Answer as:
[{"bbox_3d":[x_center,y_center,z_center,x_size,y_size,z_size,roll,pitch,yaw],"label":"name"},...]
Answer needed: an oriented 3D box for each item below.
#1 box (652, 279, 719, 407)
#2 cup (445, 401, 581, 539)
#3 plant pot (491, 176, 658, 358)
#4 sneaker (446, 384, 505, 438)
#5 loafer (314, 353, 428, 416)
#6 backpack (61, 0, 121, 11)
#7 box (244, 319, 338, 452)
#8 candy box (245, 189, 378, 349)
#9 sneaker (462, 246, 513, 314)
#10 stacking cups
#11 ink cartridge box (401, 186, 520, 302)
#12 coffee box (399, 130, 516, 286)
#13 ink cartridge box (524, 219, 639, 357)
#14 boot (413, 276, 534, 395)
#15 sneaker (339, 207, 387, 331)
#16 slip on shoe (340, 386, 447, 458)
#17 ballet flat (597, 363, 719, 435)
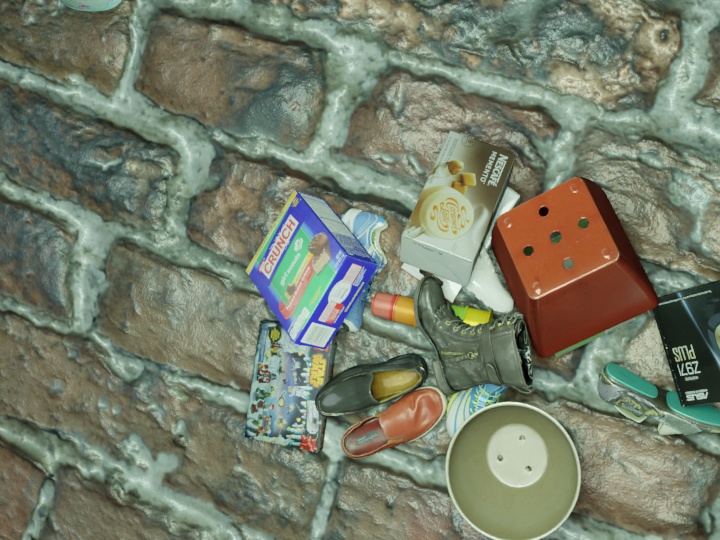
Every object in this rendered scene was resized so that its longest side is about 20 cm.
[{"bbox_3d":[0.533,0.093,1.209,0.199,0.085,0.168,-24,80,56],"label":"box"},{"bbox_3d":[0.236,0.296,1.309,0.195,0.143,0.206,0,88,14],"label":"cup"},{"bbox_3d":[0.296,-0.019,1.241,0.197,0.176,0.203,-26,66,13],"label":"plant pot"},{"bbox_3d":[0.190,0.183,1.342,0.075,0.105,0.203,29,95,13],"label":"sneaker"},{"bbox_3d":[0.015,0.188,1.388,0.196,0.072,0.074,-24,92,4],"label":"loafer"},{"bbox_3d":[-0.479,-0.559,1.504,0.172,0.153,0.205,8,81,16],"label":"backpack"},{"bbox_3d":[-0.118,0.194,1.455,0.134,0.040,0.205,8,91,13],"label":"box"},{"bbox_3d":[-0.083,-0.004,1.375,0.171,0.076,0.200,-57,43,17],"label":"candy box"},{"bbox_3d":[0.170,-0.017,1.321,0.200,0.076,0.081,44,90,10],"label":"sneaker"},{"bbox_3d":[0.114,0.070,1.388,0.196,0.060,0.062,14,92,15],"label":"stacking cups"},{"bbox_3d":[0.162,-0.062,1.384,0.108,0.050,0.202,33,98,12],"label":"ink cartridge box"},{"bbox_3d":[0.147,-0.094,1.278,0.112,0.080,0.203,21,64,12],"label":"coffee box"},{"bbox_3d":[0.327,0.012,1.343,0.143,0.048,0.203,-27,63,12],"label":"ink cartridge box"},{"bbox_3d":[0.174,0.090,1.268,0.172,0.068,0.204,-20,87,46],"label":"boot"},{"bbox_3d":[0.000,0.000,1.409,0.075,0.076,0.205,4,91,18],"label":"sneaker"},{"bbox_3d":[0.053,0.253,1.399,0.197,0.061,0.075,-28,81,11],"label":"slip on shoe"},{"bbox_3d":[0.453,0.210,1.303,0.197,0.072,0.073,24,95,14],"label":"ballet flat"}]
